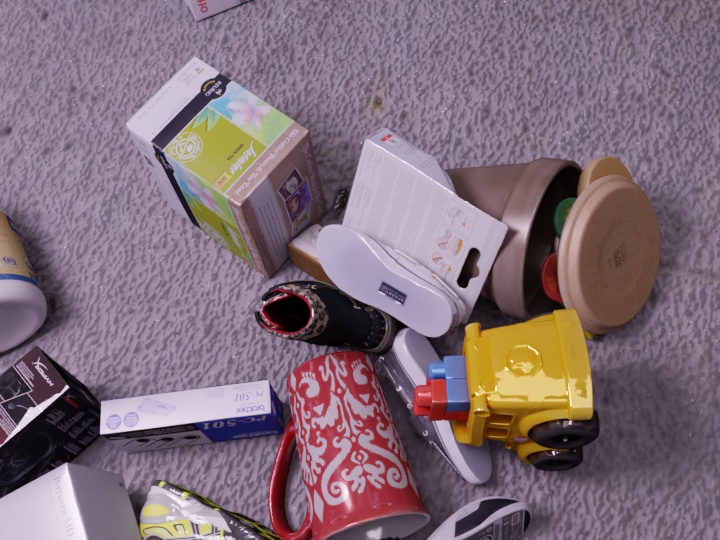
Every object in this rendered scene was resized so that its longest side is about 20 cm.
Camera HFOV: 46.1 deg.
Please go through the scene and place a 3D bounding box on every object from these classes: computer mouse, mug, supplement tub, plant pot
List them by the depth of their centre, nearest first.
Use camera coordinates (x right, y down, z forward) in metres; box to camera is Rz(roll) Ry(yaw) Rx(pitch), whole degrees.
[{"bbox_3d":[0.099,0.299,0.939,0.199,0.110,0.044,-20,41,-17],"label":"computer mouse"},{"bbox_3d":[-0.033,0.210,0.966,0.177,0.134,0.201,-14,61,-4],"label":"mug"},{"bbox_3d":[0.164,-0.052,1.051,0.173,0.200,0.201,16,66,32],"label":"plant pot"},{"bbox_3d":[-0.508,-0.003,1.100,0.144,0.145,0.200,-28,66,-8],"label":"supplement tub"}]

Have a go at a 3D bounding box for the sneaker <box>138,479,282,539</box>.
[{"bbox_3d":[-0.165,0.311,0.967,0.199,0.075,0.077,19,76,24],"label":"sneaker"}]

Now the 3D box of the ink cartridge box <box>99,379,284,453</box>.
[{"bbox_3d":[-0.198,0.176,1.014,0.199,0.094,0.044,-8,64,2],"label":"ink cartridge box"}]

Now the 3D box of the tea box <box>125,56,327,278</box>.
[{"bbox_3d":[-0.164,-0.128,1.095,0.196,0.200,0.134,33,72,19],"label":"tea box"}]

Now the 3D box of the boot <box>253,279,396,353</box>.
[{"bbox_3d":[-0.076,0.044,1.004,0.203,0.153,0.074,15,89,38],"label":"boot"}]

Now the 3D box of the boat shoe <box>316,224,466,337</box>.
[{"bbox_3d":[0.035,0.011,0.999,0.200,0.065,0.074,38,112,20],"label":"boat shoe"}]

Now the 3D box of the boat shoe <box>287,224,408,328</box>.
[{"bbox_3d":[0.000,0.000,1.091,0.200,0.071,0.069,34,66,18],"label":"boat shoe"}]

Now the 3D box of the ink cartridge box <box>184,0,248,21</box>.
[{"bbox_3d":[-0.205,-0.517,1.311,0.199,0.147,0.146,-24,66,-7],"label":"ink cartridge box"}]

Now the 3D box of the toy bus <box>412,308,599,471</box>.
[{"bbox_3d":[0.152,0.141,0.933,0.191,0.200,0.136,-4,59,1],"label":"toy bus"}]

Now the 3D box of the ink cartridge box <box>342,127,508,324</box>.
[{"bbox_3d":[0.076,-0.053,1.007,0.200,0.163,0.050,33,43,17],"label":"ink cartridge box"}]

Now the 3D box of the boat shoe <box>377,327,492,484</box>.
[{"bbox_3d":[0.082,0.167,1.007,0.066,0.070,0.201,-34,85,35],"label":"boat shoe"}]

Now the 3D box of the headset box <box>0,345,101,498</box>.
[{"bbox_3d":[-0.410,0.203,0.992,0.200,0.149,0.077,-41,67,-13],"label":"headset box"}]

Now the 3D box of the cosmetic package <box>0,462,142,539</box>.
[{"bbox_3d":[-0.341,0.347,0.914,0.199,0.123,0.200,-28,65,3],"label":"cosmetic package"}]

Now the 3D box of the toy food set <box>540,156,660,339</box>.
[{"bbox_3d":[0.294,-0.020,1.024,0.049,0.200,0.198,11,53,50],"label":"toy food set"}]
